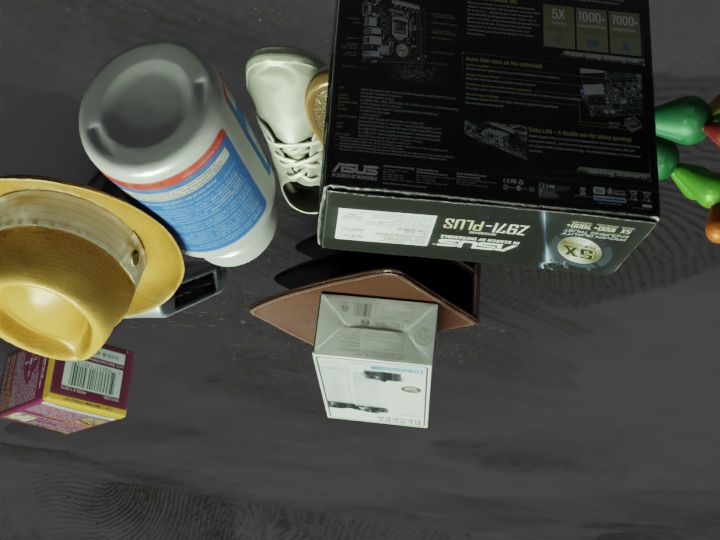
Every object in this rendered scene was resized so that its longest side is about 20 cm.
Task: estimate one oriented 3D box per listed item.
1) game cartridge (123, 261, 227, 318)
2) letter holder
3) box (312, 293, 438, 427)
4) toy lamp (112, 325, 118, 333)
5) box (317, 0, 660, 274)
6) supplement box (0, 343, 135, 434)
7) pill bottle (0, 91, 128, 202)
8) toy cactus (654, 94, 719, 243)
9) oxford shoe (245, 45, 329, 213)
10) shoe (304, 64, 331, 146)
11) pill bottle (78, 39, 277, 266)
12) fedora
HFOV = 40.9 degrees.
[{"bbox_3d":[-0.231,0.018,1.005,0.130,0.043,0.200,-5,-174,12],"label":"game cartridge"},{"bbox_3d":[0.000,0.000,0.951,0.197,0.103,0.141,-15,149,40],"label":"letter holder"},{"bbox_3d":[0.018,0.095,0.958,0.114,0.061,0.201,5,156,4],"label":"box"},{"bbox_3d":[-0.361,0.026,1.143,0.057,0.060,0.200,-5,159,23],"label":"toy lamp"},{"bbox_3d":[0.075,-0.097,0.604,0.195,0.167,0.086,4,159,-3],"label":"box"},{"bbox_3d":[-0.446,0.173,1.456,0.129,0.105,0.198,21,152,-38],"label":"supplement box"},{"bbox_3d":[-0.254,-0.060,0.822,0.113,0.118,0.200,7,159,-7],"label":"pill bottle"},{"bbox_3d":[0.204,-0.086,0.728,0.163,0.104,0.199,28,158,-27],"label":"toy cactus"},{"bbox_3d":[-0.045,-0.104,0.756,0.073,0.059,0.201,4,157,8],"label":"oxford shoe"},{"bbox_3d":[0.023,-0.106,0.742,0.069,0.054,0.199,-21,148,27],"label":"shoe"},{"bbox_3d":[-0.130,-0.078,0.758,0.110,0.115,0.201,-1,157,12],"label":"pill bottle"},{"bbox_3d":[-0.230,0.011,0.729,0.196,0.083,0.202,3,150,2],"label":"fedora"}]
